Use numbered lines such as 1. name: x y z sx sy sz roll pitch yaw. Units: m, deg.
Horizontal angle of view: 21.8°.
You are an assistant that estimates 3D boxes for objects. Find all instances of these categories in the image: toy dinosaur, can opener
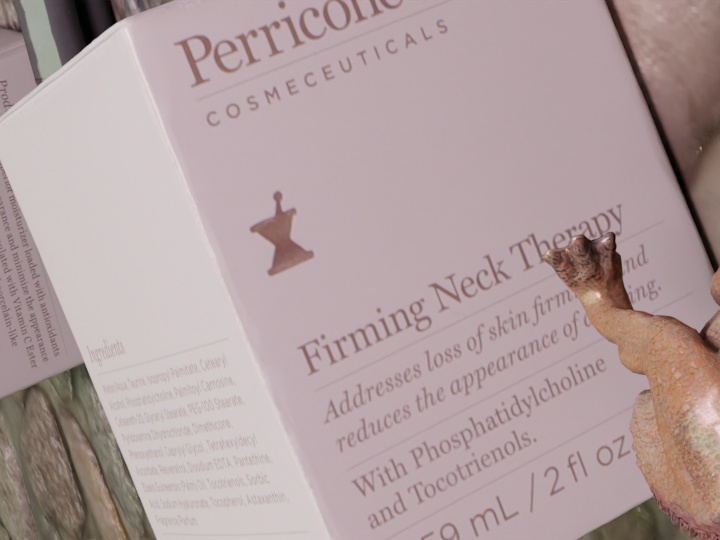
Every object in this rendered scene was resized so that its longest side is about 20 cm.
1. toy dinosaur: 0.123 0.033 0.483 0.200 0.085 0.137 -39 59 46
2. can opener: -0.134 -0.115 0.964 0.066 0.053 0.202 -2 111 29

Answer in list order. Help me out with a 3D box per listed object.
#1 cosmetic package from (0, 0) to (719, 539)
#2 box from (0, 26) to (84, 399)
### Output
1. cosmetic package: 0.000 0.000 0.643 0.166 0.166 0.202 -16 97 65
2. box: -0.261 -0.042 1.156 0.199 0.130 0.201 22 130 57
